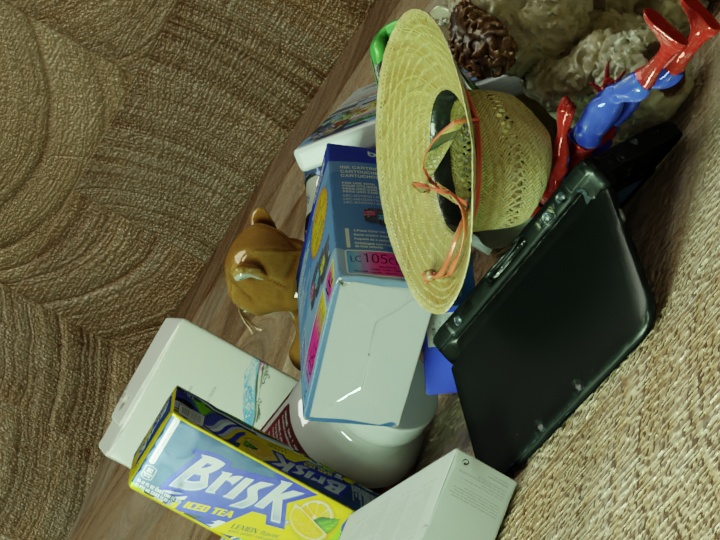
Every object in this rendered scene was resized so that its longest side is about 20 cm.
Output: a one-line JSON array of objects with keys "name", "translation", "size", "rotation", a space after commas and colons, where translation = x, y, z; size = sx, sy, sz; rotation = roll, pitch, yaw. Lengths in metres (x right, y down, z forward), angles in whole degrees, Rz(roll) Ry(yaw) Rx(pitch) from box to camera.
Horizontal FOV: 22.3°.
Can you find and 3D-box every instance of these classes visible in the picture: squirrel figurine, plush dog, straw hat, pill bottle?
[{"name": "squirrel figurine", "translation": [-0.022, 0.003, 1.646], "size": [0.200, 0.187, 0.142], "rotation": [-51, 13, 45]}, {"name": "plush dog", "translation": [0.142, -0.174, 1.323], "size": [0.160, 0.172, 0.200], "rotation": [-50, 13, 45]}, {"name": "straw hat", "translation": [0.078, -0.072, 1.194], "size": [0.201, 0.085, 0.201], "rotation": [176, 90, -74]}, {"name": "pill bottle", "translation": [-0.022, 0.144, 1.455], "size": [0.200, 0.113, 0.113], "rotation": [-52, 12, 43]}]

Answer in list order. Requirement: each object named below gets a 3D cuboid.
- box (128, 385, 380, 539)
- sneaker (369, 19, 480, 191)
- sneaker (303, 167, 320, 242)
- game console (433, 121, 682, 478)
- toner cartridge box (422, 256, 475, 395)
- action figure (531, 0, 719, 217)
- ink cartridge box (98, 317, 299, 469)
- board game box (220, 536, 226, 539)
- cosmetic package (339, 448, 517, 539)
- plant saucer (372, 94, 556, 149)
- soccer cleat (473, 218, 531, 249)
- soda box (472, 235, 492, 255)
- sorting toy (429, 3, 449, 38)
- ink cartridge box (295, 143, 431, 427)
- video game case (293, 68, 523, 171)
[{"name": "box", "translation": [-0.068, 0.168, 1.353], "size": [0.070, 0.200, 0.064], "rotation": [-58, 10, 11]}, {"name": "sneaker", "translation": [0.056, -0.111, 1.315], "size": [0.078, 0.085, 0.200], "rotation": [-39, 41, -1]}, {"name": "sneaker", "translation": [-0.015, -0.027, 1.788], "size": [0.199, 0.080, 0.115], "rotation": [58, -146, -55]}, {"name": "game console", "translation": [0.147, 0.021, 1.210], "size": [0.176, 0.116, 0.200], "rotation": [-26, -19, -46]}, {"name": "toner cartridge box", "translation": [0.063, -0.010, 1.403], "size": [0.200, 0.043, 0.095], "rotation": [-92, -1, -45]}, {"name": "action figure", "translation": [0.156, -0.100, 1.196], "size": [0.065, 0.052, 0.200], "rotation": [-33, -17, -44]}, {"name": "ink cartridge box", "translation": [-0.122, 0.151, 1.699], "size": [0.145, 0.200, 0.147], "rotation": [-62, 10, -8]}, {"name": "board game box", "translation": [-0.096, 0.299, 1.412], "size": [0.200, 0.103, 0.105], "rotation": [-58, 10, 14]}, {"name": "cosmetic package", "translation": [0.019, 0.216, 1.208], "size": [0.151, 0.052, 0.200], "rotation": [-63, 9, -27]}, {"name": "plant saucer", "translation": [0.109, -0.139, 1.531], "size": [0.200, 0.048, 0.200], "rotation": [-20, 15, 20]}, {"name": "soccer cleat", "translation": [0.127, -0.053, 1.417], "size": [0.200, 0.078, 0.069], "rotation": [65, -136, -77]}, {"name": "soda box", "translation": [0.092, -0.068, 1.614], "size": [0.068, 0.064, 0.200], "rotation": [-59, 7, 5]}, {"name": "sorting toy", "translation": [0.081, -0.130, 1.814], "size": [0.200, 0.107, 0.180], "rotation": [-77, 10, -52]}, {"name": "ink cartridge box", "translation": [0.000, 0.000, 1.353], "size": [0.200, 0.076, 0.137], "rotation": [-93, 14, -53]}, {"name": "video game case", "translation": [0.061, -0.146, 1.491], "size": [0.200, 0.023, 0.182], "rotation": [-18, 15, 23]}]
